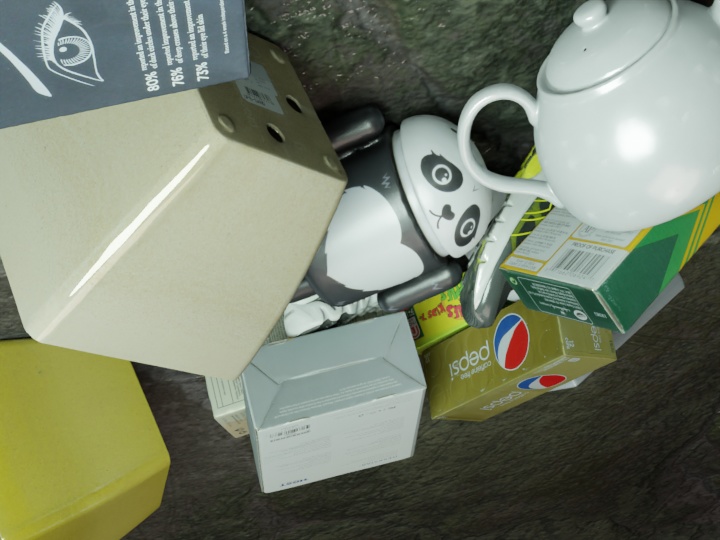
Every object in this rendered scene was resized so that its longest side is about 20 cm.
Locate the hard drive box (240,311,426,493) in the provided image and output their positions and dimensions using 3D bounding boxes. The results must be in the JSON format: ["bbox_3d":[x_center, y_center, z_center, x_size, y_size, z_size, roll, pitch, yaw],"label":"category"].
[{"bbox_3d":[-0.027,0.125,1.412,0.154,0.078,0.201,-13,157,-8],"label":"hard drive box"}]

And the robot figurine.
[{"bbox_3d":[0.010,-0.045,1.254,0.198,0.126,0.150,-22,159,15],"label":"robot figurine"}]

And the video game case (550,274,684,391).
[{"bbox_3d":[0.204,0.069,1.550,0.199,0.022,0.181,-36,-169,-37],"label":"video game case"}]

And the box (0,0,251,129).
[{"bbox_3d":[-0.171,-0.175,0.912,0.197,0.105,0.148,-11,155,-8],"label":"box"}]

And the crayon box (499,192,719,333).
[{"bbox_3d":[0.218,-0.046,1.214,0.200,0.125,0.052,-47,116,-16],"label":"crayon box"}]

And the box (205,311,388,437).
[{"bbox_3d":[-0.052,0.085,1.524,0.198,0.096,0.078,-17,156,6],"label":"box"}]

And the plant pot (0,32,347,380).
[{"bbox_3d":[-0.128,-0.068,1.070,0.177,0.201,0.199,-42,146,25],"label":"plant pot"}]

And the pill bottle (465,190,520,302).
[{"bbox_3d":[0.177,-0.018,1.421,0.112,0.114,0.199,-31,151,30],"label":"pill bottle"}]

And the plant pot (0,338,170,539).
[{"bbox_3d":[-0.288,0.176,1.474,0.174,0.202,0.201,-18,157,-21],"label":"plant pot"}]

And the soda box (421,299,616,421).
[{"bbox_3d":[0.139,0.078,1.403,0.063,0.069,0.199,5,156,-33],"label":"soda box"}]

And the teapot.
[{"bbox_3d":[0.199,-0.136,1.157,0.196,0.201,0.146,0,136,54],"label":"teapot"}]

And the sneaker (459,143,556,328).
[{"bbox_3d":[0.151,-0.033,1.281,0.084,0.201,0.075,30,162,0],"label":"sneaker"}]

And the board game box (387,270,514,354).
[{"bbox_3d":[0.116,0.041,1.528,0.101,0.048,0.199,-27,167,23],"label":"board game box"}]

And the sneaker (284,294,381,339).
[{"bbox_3d":[0.000,0.000,1.410,0.199,0.082,0.075,-19,167,-45],"label":"sneaker"}]
